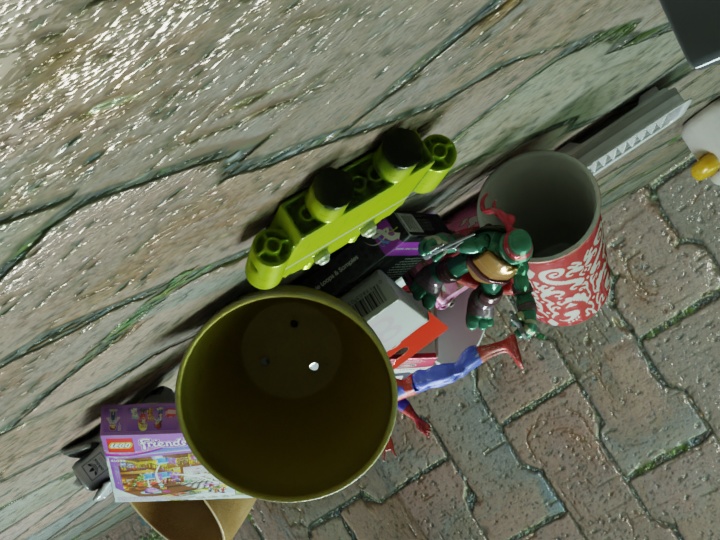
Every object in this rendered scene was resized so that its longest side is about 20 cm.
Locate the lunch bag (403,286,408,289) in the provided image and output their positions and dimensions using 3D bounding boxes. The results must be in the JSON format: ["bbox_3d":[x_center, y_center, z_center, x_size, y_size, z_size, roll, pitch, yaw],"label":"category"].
[{"bbox_3d":[0.012,0.095,2.230,0.176,0.082,0.200,-30,174,-17],"label":"lunch bag"}]

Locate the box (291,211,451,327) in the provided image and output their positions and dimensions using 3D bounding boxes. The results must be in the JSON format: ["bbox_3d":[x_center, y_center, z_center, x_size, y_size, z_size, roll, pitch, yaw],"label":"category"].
[{"bbox_3d":[-0.010,0.010,1.586,0.200,0.036,0.143,-39,168,17],"label":"box"}]

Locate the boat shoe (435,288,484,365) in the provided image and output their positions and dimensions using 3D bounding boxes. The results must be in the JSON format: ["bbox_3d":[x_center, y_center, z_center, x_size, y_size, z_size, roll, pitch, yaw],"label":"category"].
[{"bbox_3d":[0.121,0.036,1.868,0.071,0.201,0.068,3,151,7],"label":"boat shoe"}]

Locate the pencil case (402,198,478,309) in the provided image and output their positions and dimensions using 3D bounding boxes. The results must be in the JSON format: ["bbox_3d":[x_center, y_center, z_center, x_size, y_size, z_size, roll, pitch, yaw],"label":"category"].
[{"bbox_3d":[0.140,-0.033,1.819,0.200,0.087,0.083,-34,-157,-13],"label":"pencil case"}]

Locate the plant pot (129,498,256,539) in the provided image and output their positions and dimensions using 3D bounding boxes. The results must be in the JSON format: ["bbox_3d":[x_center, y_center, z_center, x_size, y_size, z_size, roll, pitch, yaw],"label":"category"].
[{"bbox_3d":[-0.185,0.236,1.989,0.200,0.186,0.186,-45,-178,-34],"label":"plant pot"}]

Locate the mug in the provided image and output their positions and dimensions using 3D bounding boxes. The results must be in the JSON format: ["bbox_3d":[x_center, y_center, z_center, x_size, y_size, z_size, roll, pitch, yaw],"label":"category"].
[{"bbox_3d":[0.193,-0.030,1.719,0.200,0.177,0.134,57,45,-60],"label":"mug"}]

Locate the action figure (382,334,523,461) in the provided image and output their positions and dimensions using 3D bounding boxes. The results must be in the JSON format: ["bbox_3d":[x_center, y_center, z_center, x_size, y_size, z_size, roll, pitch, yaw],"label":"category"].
[{"bbox_3d":[0.077,0.139,1.617,0.199,0.100,0.065,-14,169,6],"label":"action figure"}]

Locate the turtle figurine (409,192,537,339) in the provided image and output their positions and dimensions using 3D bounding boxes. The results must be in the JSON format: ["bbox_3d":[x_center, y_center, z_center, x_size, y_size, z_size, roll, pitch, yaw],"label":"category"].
[{"bbox_3d":[0.129,0.003,1.563,0.101,0.150,0.200,-49,-178,-22],"label":"turtle figurine"}]

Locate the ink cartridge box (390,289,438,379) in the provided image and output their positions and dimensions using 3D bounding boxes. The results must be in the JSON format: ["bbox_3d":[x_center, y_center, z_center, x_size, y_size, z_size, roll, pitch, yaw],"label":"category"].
[{"bbox_3d":[0.006,0.086,1.800,0.144,0.085,0.200,-2,165,-5],"label":"ink cartridge box"}]

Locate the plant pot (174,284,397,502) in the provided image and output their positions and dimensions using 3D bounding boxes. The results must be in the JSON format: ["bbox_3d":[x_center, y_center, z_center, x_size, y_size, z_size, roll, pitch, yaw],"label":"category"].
[{"bbox_3d":[-0.066,0.094,1.440,0.200,0.200,0.142,-34,-166,9],"label":"plant pot"}]

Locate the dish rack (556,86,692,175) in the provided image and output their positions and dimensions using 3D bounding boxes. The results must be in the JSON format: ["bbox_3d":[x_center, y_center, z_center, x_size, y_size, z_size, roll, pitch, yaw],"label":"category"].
[{"bbox_3d":[0.314,-0.163,1.916,0.199,0.044,0.172,-33,173,5],"label":"dish rack"}]

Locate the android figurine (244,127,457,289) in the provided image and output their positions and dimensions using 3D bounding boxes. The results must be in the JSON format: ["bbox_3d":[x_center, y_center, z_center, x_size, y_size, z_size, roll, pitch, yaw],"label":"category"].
[{"bbox_3d":[-0.012,-0.046,1.184,0.182,0.041,0.200,-31,172,-19],"label":"android figurine"}]

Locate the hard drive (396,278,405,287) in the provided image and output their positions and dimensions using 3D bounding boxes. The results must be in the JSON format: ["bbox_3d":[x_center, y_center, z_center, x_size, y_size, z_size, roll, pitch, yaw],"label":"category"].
[{"bbox_3d":[0.024,0.019,1.953,0.199,0.027,0.132,-33,174,9],"label":"hard drive"}]

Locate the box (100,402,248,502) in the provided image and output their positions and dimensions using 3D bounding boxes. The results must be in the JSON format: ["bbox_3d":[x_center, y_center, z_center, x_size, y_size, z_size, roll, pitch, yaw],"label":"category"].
[{"bbox_3d":[-0.160,0.185,1.580,0.199,0.039,0.137,-1,143,-3],"label":"box"}]

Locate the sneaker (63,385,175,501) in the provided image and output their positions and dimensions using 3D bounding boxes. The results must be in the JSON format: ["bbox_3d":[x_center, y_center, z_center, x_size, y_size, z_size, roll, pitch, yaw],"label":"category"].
[{"bbox_3d":[-0.251,0.193,1.673,0.115,0.075,0.200,-33,178,-26],"label":"sneaker"}]

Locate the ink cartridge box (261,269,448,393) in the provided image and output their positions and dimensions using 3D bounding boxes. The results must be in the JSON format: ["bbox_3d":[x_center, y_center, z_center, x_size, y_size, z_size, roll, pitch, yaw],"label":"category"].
[{"bbox_3d":[0.005,0.091,1.602,0.162,0.057,0.200,-37,145,9],"label":"ink cartridge box"}]

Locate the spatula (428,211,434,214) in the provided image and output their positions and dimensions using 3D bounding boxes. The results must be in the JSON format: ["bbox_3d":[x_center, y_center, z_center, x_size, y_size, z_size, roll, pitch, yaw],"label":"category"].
[{"bbox_3d":[0.000,0.000,1.676,0.199,0.021,0.057,-29,156,1],"label":"spatula"}]

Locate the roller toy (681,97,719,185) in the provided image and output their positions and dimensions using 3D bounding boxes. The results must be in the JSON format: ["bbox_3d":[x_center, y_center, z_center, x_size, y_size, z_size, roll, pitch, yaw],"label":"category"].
[{"bbox_3d":[0.660,-0.237,2.660,0.182,0.140,0.200,-38,172,37],"label":"roller toy"}]

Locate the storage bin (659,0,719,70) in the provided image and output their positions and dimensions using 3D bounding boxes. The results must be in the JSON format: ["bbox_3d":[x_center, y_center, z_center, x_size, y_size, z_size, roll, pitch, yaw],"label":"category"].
[{"bbox_3d":[0.322,-0.216,1.150,0.134,0.146,0.200,-24,-178,45],"label":"storage bin"}]
